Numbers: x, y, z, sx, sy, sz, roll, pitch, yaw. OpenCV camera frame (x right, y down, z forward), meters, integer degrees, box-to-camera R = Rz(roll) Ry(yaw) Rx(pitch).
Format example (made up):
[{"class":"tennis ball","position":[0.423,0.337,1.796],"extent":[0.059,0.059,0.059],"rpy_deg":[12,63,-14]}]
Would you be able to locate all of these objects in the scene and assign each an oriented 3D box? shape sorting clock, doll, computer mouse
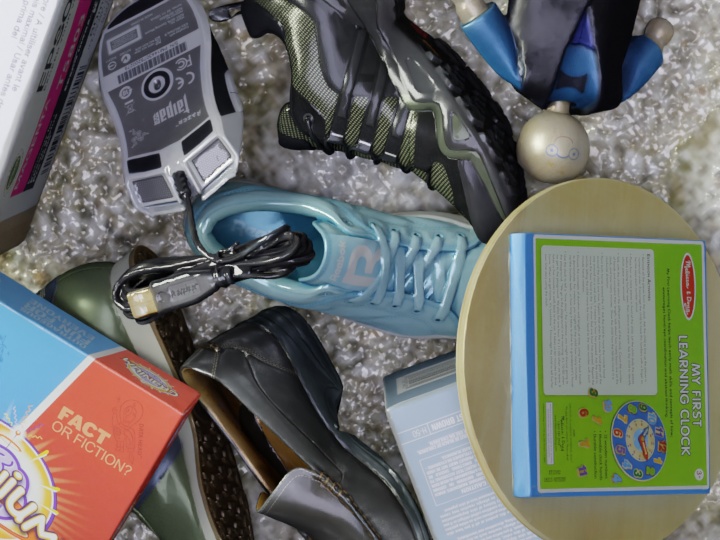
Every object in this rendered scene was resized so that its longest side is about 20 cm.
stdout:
[{"class":"shape sorting clock","position":[0.127,0.051,1.547],"extent":[0.200,0.039,0.200],"rpy_deg":[3,84,-34]},{"class":"doll","position":[0.110,-0.146,1.550],"extent":[0.136,0.048,0.200],"rpy_deg":[5,96,-22]},{"class":"computer mouse","position":[-0.089,-0.064,1.538],"extent":[0.110,0.044,0.200],"rpy_deg":[-25,55,19]}]

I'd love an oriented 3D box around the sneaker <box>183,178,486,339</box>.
[{"class":"sneaker","position":[0.000,0.000,1.566],"extent":[0.200,0.082,0.074],"rpy_deg":[9,99,-1]}]

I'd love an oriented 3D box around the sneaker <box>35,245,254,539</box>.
[{"class":"sneaker","position":[-0.127,0.090,1.594],"extent":[0.090,0.067,0.201],"rpy_deg":[-15,102,15]}]

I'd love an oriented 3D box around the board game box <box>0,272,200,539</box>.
[{"class":"board game box","position":[-0.200,0.112,1.555],"extent":[0.153,0.040,0.200],"rpy_deg":[31,107,1]}]

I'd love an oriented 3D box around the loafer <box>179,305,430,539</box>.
[{"class":"loafer","position":[-0.027,0.118,1.560],"extent":[0.072,0.073,0.200],"rpy_deg":[-22,71,-35]}]

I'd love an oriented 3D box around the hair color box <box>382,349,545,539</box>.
[{"class":"hair color box","position":[0.073,0.148,1.578],"extent":[0.061,0.099,0.200],"rpy_deg":[-20,98,2]}]

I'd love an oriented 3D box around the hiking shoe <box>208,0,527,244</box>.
[{"class":"hiking shoe","position":[0.009,-0.086,1.567],"extent":[0.101,0.076,0.200],"rpy_deg":[-36,89,17]}]

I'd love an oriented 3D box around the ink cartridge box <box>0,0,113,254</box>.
[{"class":"ink cartridge box","position":[-0.189,-0.108,1.510],"extent":[0.075,0.165,0.200],"rpy_deg":[21,98,1]}]
